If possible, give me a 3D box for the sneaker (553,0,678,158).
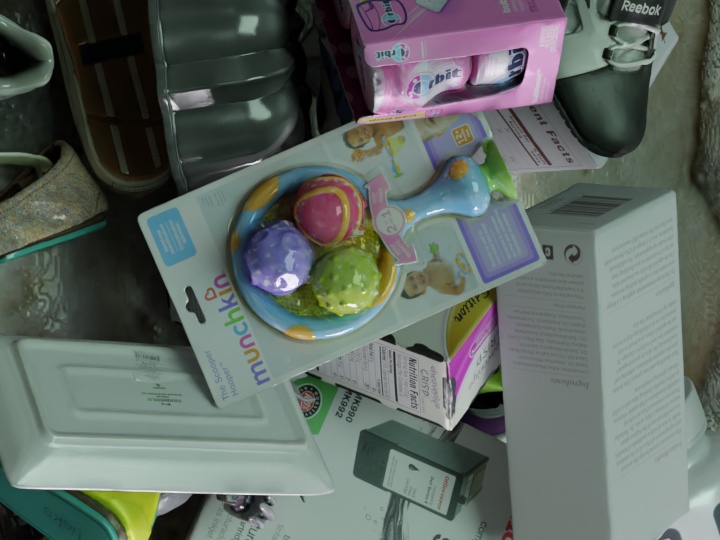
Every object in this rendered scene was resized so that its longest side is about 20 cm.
[{"bbox_3d":[0.149,-0.166,1.346,0.074,0.088,0.202,-11,95,-42],"label":"sneaker"}]

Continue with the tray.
[{"bbox_3d":[-0.110,0.073,1.268,0.199,0.022,0.108,5,42,-33],"label":"tray"}]

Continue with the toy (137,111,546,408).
[{"bbox_3d":[-0.008,-0.018,1.265,0.199,0.047,0.116,-24,89,-8],"label":"toy"}]

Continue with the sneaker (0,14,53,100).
[{"bbox_3d":[-0.252,-0.130,1.243,0.199,0.087,0.075,4,89,-42],"label":"sneaker"}]

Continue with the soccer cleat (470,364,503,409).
[{"bbox_3d":[0.065,0.065,1.483,0.200,0.080,0.068,29,72,-84],"label":"soccer cleat"}]

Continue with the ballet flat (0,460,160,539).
[{"bbox_3d":[-0.194,0.088,1.261,0.199,0.067,0.067,30,46,7],"label":"ballet flat"}]

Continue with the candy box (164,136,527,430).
[{"bbox_3d":[0.000,0.000,1.390,0.137,0.199,0.061,-51,150,-37],"label":"candy box"}]

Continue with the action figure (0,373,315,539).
[{"bbox_3d":[-0.110,0.111,1.329,0.199,0.130,0.070,-31,143,-20],"label":"action figure"}]

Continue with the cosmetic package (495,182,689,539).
[{"bbox_3d":[0.136,0.059,1.353,0.101,0.071,0.202,-23,113,-52],"label":"cosmetic package"}]

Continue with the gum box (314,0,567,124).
[{"bbox_3d":[0.033,-0.170,1.297,0.113,0.201,0.066,-9,141,-12],"label":"gum box"}]

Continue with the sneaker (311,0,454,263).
[{"bbox_3d":[0.013,-0.076,1.371,0.115,0.080,0.201,83,3,-69],"label":"sneaker"}]

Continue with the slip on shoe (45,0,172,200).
[{"bbox_3d":[-0.143,-0.140,1.367,0.075,0.061,0.202,-11,80,-9],"label":"slip on shoe"}]

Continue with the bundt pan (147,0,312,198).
[{"bbox_3d":[-0.071,-0.127,1.341,0.075,0.202,0.204,-6,90,2],"label":"bundt pan"}]

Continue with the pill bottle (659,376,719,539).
[{"bbox_3d":[0.226,0.181,1.663,0.119,0.119,0.201,-36,113,-37],"label":"pill bottle"}]

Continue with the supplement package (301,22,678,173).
[{"bbox_3d":[0.077,-0.140,1.472,0.118,0.199,0.117,51,57,-29],"label":"supplement package"}]

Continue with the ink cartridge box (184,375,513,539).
[{"bbox_3d":[0.007,0.152,1.417,0.199,0.084,0.147,24,69,-3],"label":"ink cartridge box"}]

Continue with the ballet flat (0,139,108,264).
[{"bbox_3d":[-0.224,-0.025,1.288,0.200,0.068,0.068,-29,102,-49],"label":"ballet flat"}]

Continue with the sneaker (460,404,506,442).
[{"bbox_3d":[0.056,0.155,1.534,0.199,0.075,0.100,-33,132,-29],"label":"sneaker"}]
